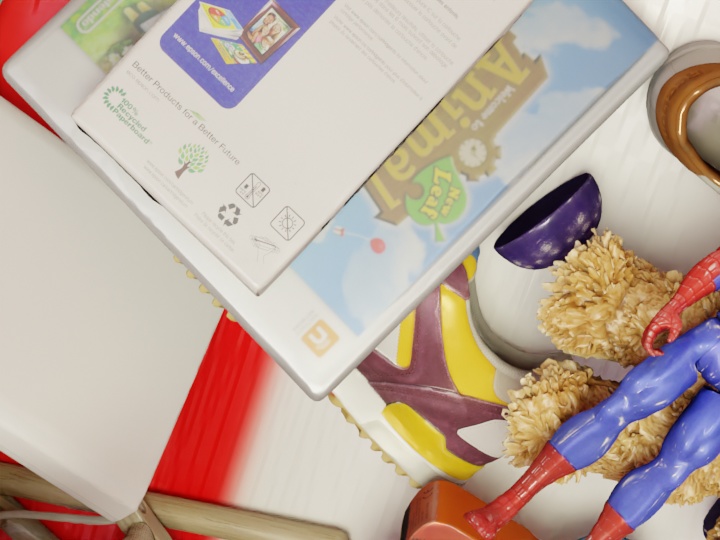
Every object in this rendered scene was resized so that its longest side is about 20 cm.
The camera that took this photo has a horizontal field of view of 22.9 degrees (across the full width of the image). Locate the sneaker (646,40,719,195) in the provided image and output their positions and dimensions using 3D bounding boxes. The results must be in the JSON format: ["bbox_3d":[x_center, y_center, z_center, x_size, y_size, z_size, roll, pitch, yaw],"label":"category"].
[{"bbox_3d":[0.204,-0.025,0.700,0.199,0.085,0.073,22,106,2],"label":"sneaker"}]

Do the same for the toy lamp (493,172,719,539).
[{"bbox_3d":[0.135,0.054,0.747,0.058,0.058,0.200,-37,97,17],"label":"toy lamp"}]

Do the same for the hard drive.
[{"bbox_3d":[-0.152,-0.006,0.719,0.200,0.132,0.027,36,139,-18],"label":"hard drive"}]

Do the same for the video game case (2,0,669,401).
[{"bbox_3d":[-0.009,-0.082,0.708,0.200,0.022,0.182,-44,89,-5],"label":"video game case"}]

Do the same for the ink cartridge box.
[{"bbox_3d":[-0.007,-0.095,0.680,0.099,0.039,0.200,44,87,1],"label":"ink cartridge box"}]

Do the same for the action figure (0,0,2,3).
[{"bbox_3d":[-0.158,-0.188,0.735,0.118,0.055,0.200,39,104,1],"label":"action figure"}]

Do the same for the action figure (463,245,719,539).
[{"bbox_3d":[0.127,0.039,0.643,0.065,0.052,0.200,44,88,4],"label":"action figure"}]

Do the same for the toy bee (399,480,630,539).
[{"bbox_3d":[0.095,0.173,0.738,0.199,0.131,0.109,31,112,15],"label":"toy bee"}]

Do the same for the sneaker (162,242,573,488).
[{"bbox_3d":[0.000,0.000,0.750,0.200,0.075,0.090,43,107,-13],"label":"sneaker"}]

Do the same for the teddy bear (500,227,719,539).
[{"bbox_3d":[0.154,0.055,0.690,0.199,0.067,0.145,32,86,-7],"label":"teddy bear"}]

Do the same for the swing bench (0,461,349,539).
[{"bbox_3d":[-0.130,0.152,0.744,0.199,0.199,0.130,27,108,2],"label":"swing bench"}]
